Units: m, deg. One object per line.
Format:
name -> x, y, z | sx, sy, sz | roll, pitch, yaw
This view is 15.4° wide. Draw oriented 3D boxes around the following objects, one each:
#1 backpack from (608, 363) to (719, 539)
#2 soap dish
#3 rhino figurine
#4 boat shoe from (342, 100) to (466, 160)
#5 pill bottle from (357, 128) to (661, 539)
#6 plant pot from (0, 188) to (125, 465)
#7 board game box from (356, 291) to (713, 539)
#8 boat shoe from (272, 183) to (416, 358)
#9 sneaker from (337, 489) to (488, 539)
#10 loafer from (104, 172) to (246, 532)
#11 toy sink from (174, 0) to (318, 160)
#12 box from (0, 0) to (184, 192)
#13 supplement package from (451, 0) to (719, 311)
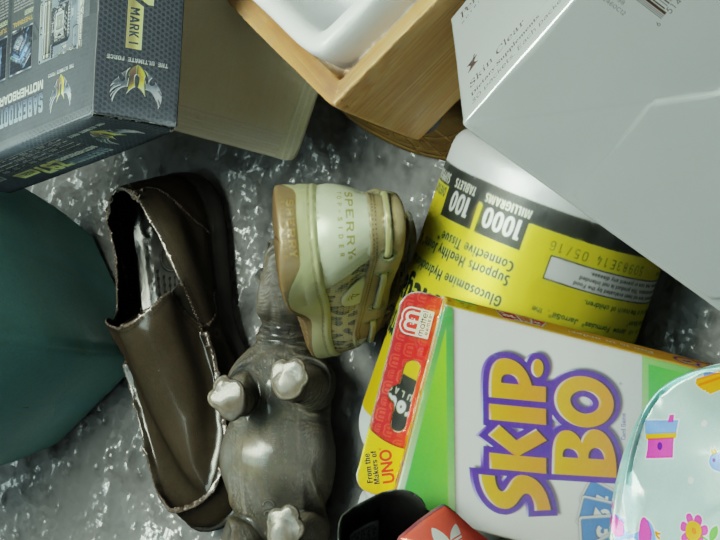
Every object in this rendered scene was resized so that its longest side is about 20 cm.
backpack -> 0.192, 0.098, 0.959 | 0.199, 0.126, 0.168 | 11, 81, 40
soap dish -> 0.041, -0.164, 1.256 | 0.200, 0.081, 0.157 | -45, 32, 1
rhino figurine -> -0.042, 0.065, 1.354 | 0.059, 0.087, 0.201 | 2, 83, 13
boat shoe -> 0.064, -0.101, 1.302 | 0.199, 0.071, 0.070 | 1, 58, 48
pill bottle -> 0.066, 0.044, 1.241 | 0.112, 0.112, 0.201 | 25, 100, 40
plant pot -> -0.228, 0.027, 1.440 | 0.141, 0.199, 0.142 | -43, 59, 27
board game box -> 0.104, 0.078, 1.177 | 0.199, 0.030, 0.096 | 14, 97, 1
boat shoe -> 0.000, 0.000, 1.276 | 0.062, 0.200, 0.074 | -6, 83, 5
sneaker -> 0.010, 0.142, 1.174 | 0.085, 0.075, 0.200 | 59, 151, -3
loafer -> -0.105, 0.042, 1.417 | 0.073, 0.071, 0.201 | -26, 67, 35
toy sink -> -0.075, -0.177, 1.373 | 0.130, 0.112, 0.201 | 33, 107, 58
box -> -0.152, -0.132, 1.333 | 0.200, 0.051, 0.159 | -16, 69, 58
supplement package -> 0.159, -0.114, 1.121 | 0.200, 0.155, 0.111 | -49, 19, 21
